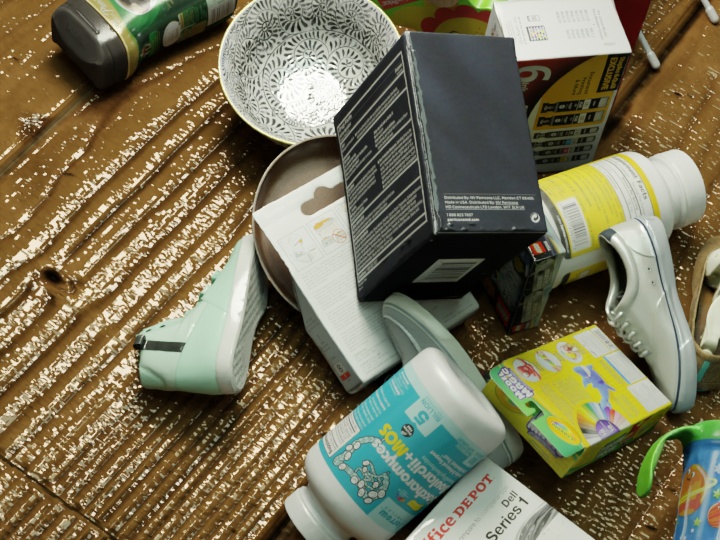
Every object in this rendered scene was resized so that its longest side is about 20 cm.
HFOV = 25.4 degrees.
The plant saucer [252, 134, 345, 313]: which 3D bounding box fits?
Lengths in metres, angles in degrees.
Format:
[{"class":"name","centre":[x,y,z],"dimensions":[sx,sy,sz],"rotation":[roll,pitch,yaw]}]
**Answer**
[{"class":"plant saucer","centre":[-0.023,-0.038,1.626],"dimensions":[0.199,0.032,0.201],"rotation":[7,74,-25]}]

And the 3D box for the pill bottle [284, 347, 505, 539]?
[{"class":"pill bottle","centre":[0.027,0.172,1.452],"dimensions":[0.200,0.111,0.111],"rotation":[-42,65,8]}]

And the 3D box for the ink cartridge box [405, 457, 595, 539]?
[{"class":"ink cartridge box","centre":[0.137,0.286,1.438],"dimensions":[0.200,0.084,0.146],"rotation":[36,59,16]}]

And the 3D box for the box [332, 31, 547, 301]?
[{"class":"box","centre":[0.072,-0.095,1.518],"dimensions":[0.123,0.200,0.199],"rotation":[-2,72,-23]}]

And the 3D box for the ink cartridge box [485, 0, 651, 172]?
[{"class":"ink cartridge box","centre":[0.216,-0.196,1.697],"dimensions":[0.175,0.200,0.084],"rotation":[-6,59,-9]}]

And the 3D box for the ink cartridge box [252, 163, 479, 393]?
[{"class":"ink cartridge box","centre":[0.000,0.000,1.596],"dimensions":[0.162,0.050,0.200],"rotation":[-31,81,-28]}]

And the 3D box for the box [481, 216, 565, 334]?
[{"class":"box","centre":[0.137,-0.054,1.633],"dimensions":[0.040,0.137,0.200],"rotation":[-16,59,-17]}]

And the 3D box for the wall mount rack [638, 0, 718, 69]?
[{"class":"wall mount rack","centre":[0.328,-0.337,1.888],"dimensions":[0.200,0.075,0.174],"rotation":[-38,64,-27]}]

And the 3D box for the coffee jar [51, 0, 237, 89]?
[{"class":"coffee jar","centre":[-0.241,-0.286,1.774],"dimensions":[0.200,0.085,0.104],"rotation":[-35,70,-27]}]

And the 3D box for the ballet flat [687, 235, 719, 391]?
[{"class":"ballet flat","centre":[0.371,0.030,1.644],"dimensions":[0.068,0.072,0.200],"rotation":[20,56,7]}]

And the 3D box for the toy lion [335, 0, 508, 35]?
[{"class":"toy lion","centre":[0.093,-0.263,1.762],"dimensions":[0.199,0.192,0.069],"rotation":[-7,43,39]}]

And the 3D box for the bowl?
[{"class":"bowl","centre":[-0.053,-0.202,1.727],"dimensions":[0.200,0.094,0.202],"rotation":[1,67,-2]}]

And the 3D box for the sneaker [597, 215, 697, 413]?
[{"class":"sneaker","centre":[0.281,0.048,1.594],"dimensions":[0.071,0.073,0.201],"rotation":[-12,85,-12]}]

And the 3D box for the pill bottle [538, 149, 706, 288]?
[{"class":"pill bottle","centre":[0.256,-0.059,1.667],"dimensions":[0.199,0.111,0.112],"rotation":[-18,60,-18]}]

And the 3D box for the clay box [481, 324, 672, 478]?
[{"class":"clay box","centre":[0.202,0.125,1.523],"dimensions":[0.115,0.048,0.200],"rotation":[47,36,21]}]

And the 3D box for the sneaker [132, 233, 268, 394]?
[{"class":"sneaker","centre":[-0.161,0.038,1.578],"dimensions":[0.118,0.074,0.201],"rotation":[-2,43,14]}]

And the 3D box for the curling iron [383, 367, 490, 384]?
[{"class":"curling iron","centre":[0.119,0.121,1.584],"dimensions":[0.199,0.026,0.050],"rotation":[1,77,-12]}]

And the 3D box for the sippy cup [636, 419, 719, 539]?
[{"class":"sippy cup","centre":[0.352,0.227,1.484],"dimensions":[0.177,0.140,0.131],"rotation":[8,63,29]}]

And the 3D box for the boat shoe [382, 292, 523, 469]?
[{"class":"boat shoe","centre":[0.074,0.115,1.525],"dimensions":[0.071,0.070,0.201],"rotation":[-37,93,-19]}]
